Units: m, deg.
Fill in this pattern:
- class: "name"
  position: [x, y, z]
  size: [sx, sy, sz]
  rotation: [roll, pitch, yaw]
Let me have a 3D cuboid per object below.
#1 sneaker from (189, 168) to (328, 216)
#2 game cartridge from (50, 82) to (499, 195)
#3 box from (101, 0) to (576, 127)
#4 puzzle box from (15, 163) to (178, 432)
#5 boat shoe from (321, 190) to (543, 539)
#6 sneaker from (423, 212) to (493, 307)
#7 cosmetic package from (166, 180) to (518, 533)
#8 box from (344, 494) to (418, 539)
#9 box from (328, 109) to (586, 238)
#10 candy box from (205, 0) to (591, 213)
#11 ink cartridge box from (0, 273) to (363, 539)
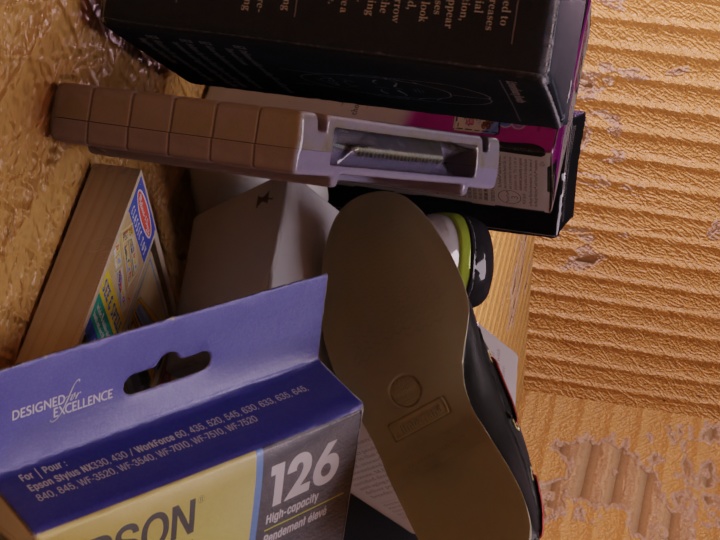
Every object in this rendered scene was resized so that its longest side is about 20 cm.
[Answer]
- class: "sneaker"
  position: [-0.062, -0.005, 0.979]
  size: [0.200, 0.075, 0.089]
  rotation: [81, 25, -66]
- class: "game cartridge"
  position: [-0.034, -0.058, 0.793]
  size: [0.200, 0.129, 0.039]
  rotation: [-1, 96, -62]
- class: "box"
  position: [0.002, -0.140, 0.807]
  size: [0.148, 0.199, 0.108]
  rotation: [24, 75, -80]
- class: "puzzle box"
  position: [-0.119, 0.061, 0.836]
  size: [0.200, 0.025, 0.133]
  rotation: [84, 17, -55]
- class: "boat shoe"
  position: [0.033, 0.059, 0.849]
  size: [0.063, 0.073, 0.202]
  rotation: [45, 24, -73]
- class: "sneaker"
  position: [0.000, 0.000, 1.023]
  size: [0.200, 0.083, 0.072]
  rotation: [-27, -117, 59]
- class: "cosmetic package"
  position: [-0.003, 0.049, 0.919]
  size: [0.200, 0.071, 0.102]
  rotation: [39, 44, -35]
- class: "box"
  position: [-0.012, 0.136, 1.086]
  size: [0.200, 0.107, 0.149]
  rotation: [47, 24, -82]
- class: "box"
  position: [0.036, -0.075, 1.097]
  size: [0.141, 0.199, 0.079]
  rotation: [-23, 120, -79]
- class: "candy box"
  position: [0.024, -0.114, 0.996]
  size: [0.061, 0.199, 0.137]
  rotation: [83, 20, -55]
- class: "ink cartridge box"
  position: [-0.081, 0.119, 0.775]
  size: [0.197, 0.047, 0.201]
  rotation: [-17, 125, -44]
